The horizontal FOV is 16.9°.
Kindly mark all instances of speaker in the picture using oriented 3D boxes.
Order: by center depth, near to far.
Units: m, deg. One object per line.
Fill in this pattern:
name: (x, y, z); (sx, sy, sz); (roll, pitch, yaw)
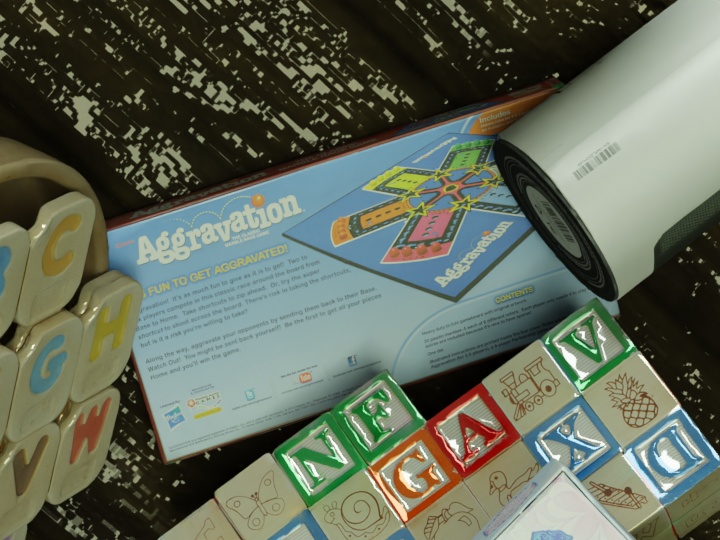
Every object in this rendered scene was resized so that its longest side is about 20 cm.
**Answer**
speaker: (0.153, -0.079, 0.952); (0.200, 0.081, 0.081); (-37, 108, -8)

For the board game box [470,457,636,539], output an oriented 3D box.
board game box: (0.072, 0.210, 0.898); (0.199, 0.041, 0.200); (-44, 92, 0)

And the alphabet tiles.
alphabet tiles: (-0.148, 0.071, 0.889); (0.015, 0.200, 0.196); (27, 120, 21)

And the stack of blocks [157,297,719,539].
stack of blocks: (0.035, 0.099, 0.965); (0.200, 0.059, 0.115); (-36, 67, 0)

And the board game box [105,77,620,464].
board game box: (0.000, 0.000, 0.985); (0.199, 0.019, 0.103); (-17, 108, -6)

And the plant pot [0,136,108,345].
plant pot: (-0.188, 0.032, 0.895); (0.092, 0.201, 0.202); (27, 99, 21)
